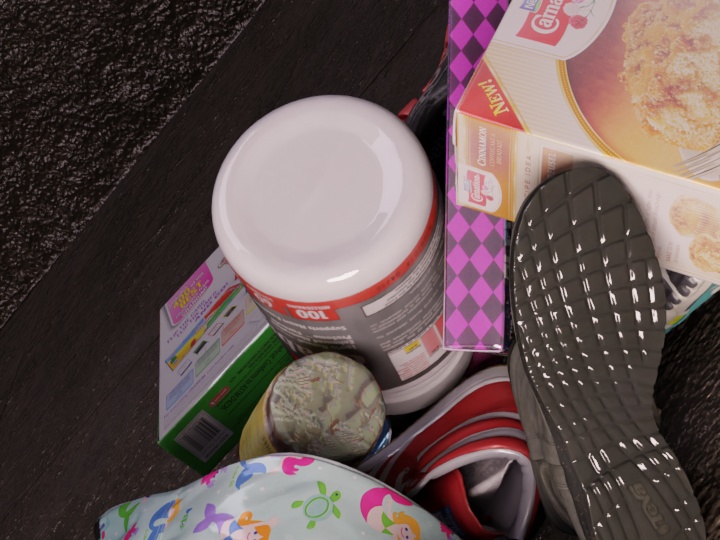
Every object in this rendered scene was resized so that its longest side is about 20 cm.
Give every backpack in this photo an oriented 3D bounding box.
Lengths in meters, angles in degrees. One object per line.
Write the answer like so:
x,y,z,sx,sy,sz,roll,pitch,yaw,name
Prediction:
-0.041,0.183,1.028,0.200,0.178,0.151,-30,33,38,backpack

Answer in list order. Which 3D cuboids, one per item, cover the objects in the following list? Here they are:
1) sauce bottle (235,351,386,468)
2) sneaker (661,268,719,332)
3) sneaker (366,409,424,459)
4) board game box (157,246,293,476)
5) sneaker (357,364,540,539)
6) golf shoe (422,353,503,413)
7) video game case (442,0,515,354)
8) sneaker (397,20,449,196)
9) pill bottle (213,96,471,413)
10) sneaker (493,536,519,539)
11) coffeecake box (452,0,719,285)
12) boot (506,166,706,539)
-0.036,0.098,1.112,0.065,0.065,0.200,-60,2,-22,sauce bottle
0.161,0.000,1.054,0.080,0.078,0.200,-20,-8,-22,sneaker
-0.037,0.130,1.257,0.200,0.090,0.078,-44,-2,41,sneaker
-0.071,0.027,1.344,0.153,0.040,0.200,-46,20,15,board game box
0.026,0.144,1.111,0.200,0.071,0.112,-47,12,17,sneaker
0.026,0.070,1.287,0.200,0.075,0.092,-36,19,47,golf shoe
0.076,-0.054,1.072,0.181,0.036,0.200,12,-101,-77,video game case
0.077,-0.113,1.210,0.200,0.071,0.098,-60,15,-7,sneaker
0.000,0.000,1.111,0.116,0.116,0.200,-58,-25,-15,pill bottle
0.030,0.194,0.917,0.200,0.100,0.070,-49,13,16,sneaker
0.162,-0.078,0.926,0.073,0.200,0.154,85,-153,-54,coffeecake box
0.092,0.045,0.929,0.068,0.200,0.131,-16,14,-12,boot
